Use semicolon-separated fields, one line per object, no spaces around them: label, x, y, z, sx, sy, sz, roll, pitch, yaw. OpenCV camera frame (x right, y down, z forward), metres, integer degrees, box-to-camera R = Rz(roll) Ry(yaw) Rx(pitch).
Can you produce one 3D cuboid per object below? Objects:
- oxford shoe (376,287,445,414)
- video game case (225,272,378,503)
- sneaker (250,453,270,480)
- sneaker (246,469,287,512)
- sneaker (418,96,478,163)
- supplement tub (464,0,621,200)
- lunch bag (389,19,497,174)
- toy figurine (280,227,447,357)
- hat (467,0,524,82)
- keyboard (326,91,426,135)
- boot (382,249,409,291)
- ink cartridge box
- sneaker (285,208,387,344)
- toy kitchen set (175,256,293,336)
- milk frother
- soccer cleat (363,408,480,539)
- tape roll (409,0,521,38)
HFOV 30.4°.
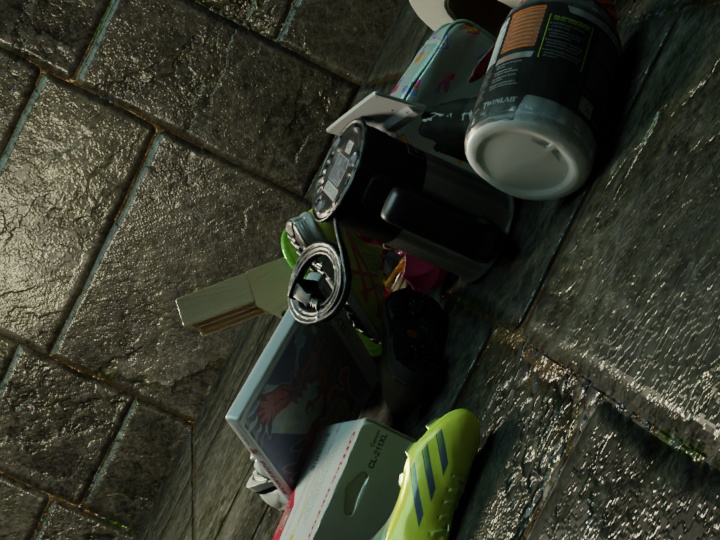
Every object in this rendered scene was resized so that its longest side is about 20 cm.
oxford shoe;0.047;0.086;1.460;0.200;0.073;0.084;-74;5;-60
video game case;-0.056;0.135;1.445;0.023;0.182;0.200;7;53;34
sneaker;-0.059;0.147;1.531;0.087;0.075;0.200;116;177;-45
sneaker;-0.047;0.249;1.554;0.200;0.081;0.076;-15;31;52
sneaker;0.123;-0.144;1.393;0.200;0.091;0.076;27;-112;-65
supplement tub;0.180;-0.177;1.267;0.123;0.122;0.200;-50;16;57
lunch bag;0.114;-0.173;1.531;0.200;0.160;0.077;-58;14;1
toy figurine;0.026;-0.020;1.593;0.184;0.200;0.150;-38;3;41
hat;0.236;-0.287;1.363;0.200;0.166;0.176;0;93;48
keyboard;0.013;-0.159;1.398;0.200;0.056;0.011;161;128;-74
boot;-0.021;0.010;1.782;0.200;0.151;0.073;-53;13;54
ink cartridge box;-0.011;0.233;1.332;0.146;0.083;0.200;-66;9;-14
sneaker;0.000;0.000;1.495;0.090;0.200;0.078;-39;35;-13
toy kitchen set;-0.104;0.108;1.714;0.163;0.180;0.200;38;-148;-76
milk frother;0.039;-0.025;1.407;0.200;0.188;0.181;-58;21;26
soccer cleat;0.057;0.215;1.133;0.084;0.065;0.200;27;87;51
tape roll;0.172;-0.344;1.526;0.139;0.203;0.203;-67;10;-13
